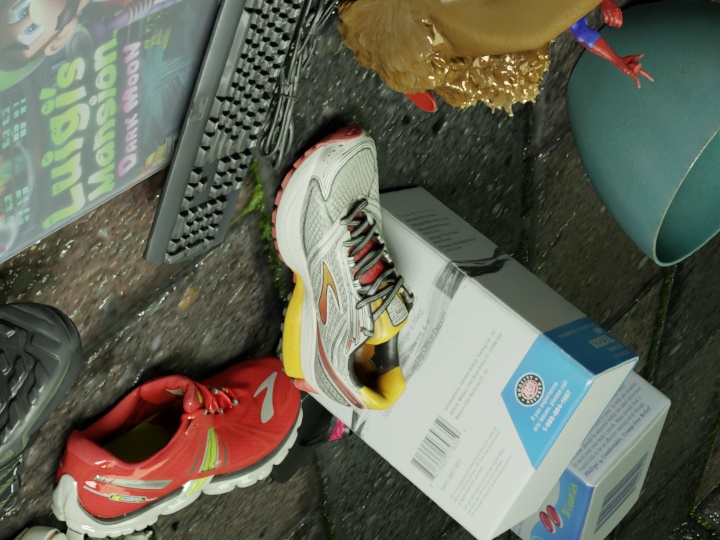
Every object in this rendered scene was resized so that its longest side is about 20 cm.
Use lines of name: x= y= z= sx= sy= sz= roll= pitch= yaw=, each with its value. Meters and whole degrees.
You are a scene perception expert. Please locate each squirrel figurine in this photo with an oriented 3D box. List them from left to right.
squirrel figurine: x=0.084 y=-0.181 z=0.915 sx=0.200 sy=0.142 sz=0.187 roll=-50 pitch=172 yaw=38

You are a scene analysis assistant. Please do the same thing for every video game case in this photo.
video game case: x=-0.125 y=-0.099 z=0.756 sx=0.182 sy=0.023 sz=0.200 roll=-34 pitch=153 yaw=-33

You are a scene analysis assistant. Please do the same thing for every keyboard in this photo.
keyboard: x=-0.051 y=-0.097 z=0.856 sx=0.127 sy=0.021 sz=0.200 roll=-38 pitch=154 yaw=-57

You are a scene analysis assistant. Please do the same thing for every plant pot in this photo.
plant pot: x=0.234 y=-0.123 z=1.241 sx=0.200 sy=0.135 sz=0.200 roll=-40 pitch=157 yaw=-22

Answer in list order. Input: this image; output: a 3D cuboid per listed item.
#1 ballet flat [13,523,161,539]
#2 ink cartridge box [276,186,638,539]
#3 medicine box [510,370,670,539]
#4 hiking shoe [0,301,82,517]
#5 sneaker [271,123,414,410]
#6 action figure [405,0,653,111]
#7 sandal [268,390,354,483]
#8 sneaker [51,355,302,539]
ballet flat: x=-0.193 y=0.187 z=1.052 sx=0.200 sy=0.067 sz=0.064 roll=3 pitch=93 yaw=-64
ink cartridge box: x=0.061 y=0.059 z=1.124 sx=0.084 sy=0.200 sz=0.145 roll=-16 pitch=140 yaw=-57
medicine box: x=0.133 y=0.119 z=1.352 sx=0.103 sy=0.200 sz=0.182 roll=-42 pitch=157 yaw=-23
hiking shoe: x=-0.207 y=0.090 z=0.856 sx=0.200 sy=0.076 sz=0.101 roll=-45 pitch=168 yaw=13
sneaker: x=0.000 y=0.000 z=1.039 sx=0.078 sy=0.082 sz=0.200 roll=-34 pitch=134 yaw=-37
action figure: x=0.124 y=-0.148 z=1.055 sx=0.200 sy=0.099 sz=0.065 roll=-35 pitch=155 yaw=-38
sandal: x=0.000 y=0.084 z=1.251 sx=0.200 sy=0.045 sz=0.075 roll=-50 pitch=158 yaw=0
sneaker: x=-0.105 y=0.097 z=1.043 sx=0.200 sy=0.077 sz=0.085 roll=-29 pitch=144 yaw=-43
